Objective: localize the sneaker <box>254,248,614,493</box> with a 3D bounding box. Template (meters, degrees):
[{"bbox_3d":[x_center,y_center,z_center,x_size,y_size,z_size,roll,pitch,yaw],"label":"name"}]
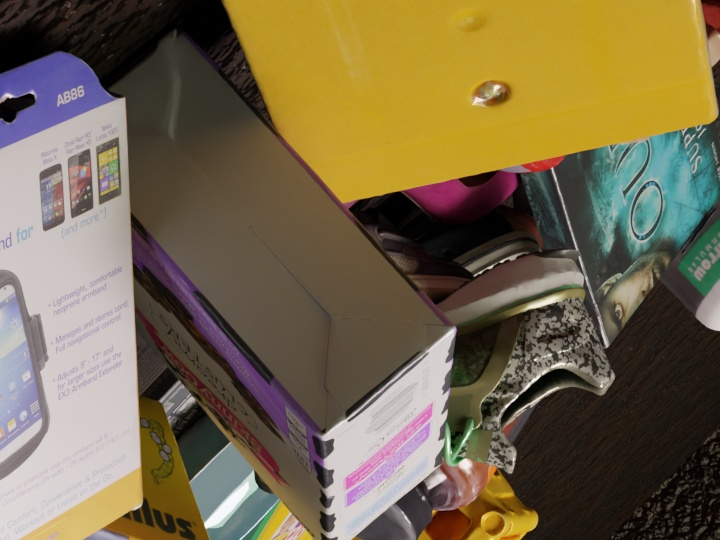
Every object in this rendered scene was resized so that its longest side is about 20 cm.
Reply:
[{"bbox_3d":[0.041,0.068,1.244,0.199,0.089,0.077,-30,161,-4],"label":"sneaker"}]

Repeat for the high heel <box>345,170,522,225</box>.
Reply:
[{"bbox_3d":[0.048,-0.070,1.237,0.096,0.068,0.200,-41,166,35],"label":"high heel"}]

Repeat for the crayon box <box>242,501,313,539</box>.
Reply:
[{"bbox_3d":[-0.040,0.121,1.552,0.119,0.058,0.200,-49,164,18],"label":"crayon box"}]

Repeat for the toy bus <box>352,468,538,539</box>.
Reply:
[{"bbox_3d":[0.030,0.204,1.710,0.200,0.192,0.136,-45,167,10],"label":"toy bus"}]

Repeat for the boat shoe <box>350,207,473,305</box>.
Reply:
[{"bbox_3d":[0.000,0.000,1.263,0.072,0.065,0.200,-29,165,29],"label":"boat shoe"}]

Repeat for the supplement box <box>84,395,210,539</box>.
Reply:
[{"bbox_3d":[-0.172,0.145,1.096,0.108,0.110,0.200,23,117,-36],"label":"supplement box"}]

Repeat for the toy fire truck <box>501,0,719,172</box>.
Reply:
[{"bbox_3d":[0.126,-0.112,1.228,0.200,0.049,0.141,-54,135,-19],"label":"toy fire truck"}]

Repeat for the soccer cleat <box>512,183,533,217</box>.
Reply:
[{"bbox_3d":[0.119,-0.070,1.430,0.086,0.070,0.201,-46,162,-42],"label":"soccer cleat"}]

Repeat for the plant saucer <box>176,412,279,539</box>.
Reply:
[{"bbox_3d":[-0.076,0.112,1.302,0.200,0.027,0.200,-44,167,-13],"label":"plant saucer"}]

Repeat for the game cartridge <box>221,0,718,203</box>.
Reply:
[{"bbox_3d":[0.040,-0.106,0.945,0.175,0.033,0.200,-12,144,6],"label":"game cartridge"}]

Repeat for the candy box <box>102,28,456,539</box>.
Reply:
[{"bbox_3d":[-0.041,0.016,1.048,0.071,0.168,0.200,-39,164,-12],"label":"candy box"}]

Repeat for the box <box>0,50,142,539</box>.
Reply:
[{"bbox_3d":[-0.136,0.019,0.922,0.119,0.041,0.201,-28,125,-46],"label":"box"}]

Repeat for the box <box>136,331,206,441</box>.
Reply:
[{"bbox_3d":[-0.137,0.102,1.260,0.200,0.051,0.158,-46,165,4],"label":"box"}]

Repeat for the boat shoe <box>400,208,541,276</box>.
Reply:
[{"bbox_3d":[0.005,0.017,1.384,0.199,0.062,0.075,-25,145,-14],"label":"boat shoe"}]

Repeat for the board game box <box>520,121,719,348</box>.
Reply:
[{"bbox_3d":[0.136,-0.073,1.327,0.135,0.028,0.201,-50,140,-26],"label":"board game box"}]

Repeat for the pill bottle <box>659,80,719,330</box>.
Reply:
[{"bbox_3d":[0.223,-0.036,1.545,0.113,0.200,0.113,-40,164,-14],"label":"pill bottle"}]

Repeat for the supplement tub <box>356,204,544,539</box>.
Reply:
[{"bbox_3d":[0.050,0.064,1.451,0.200,0.107,0.107,-56,172,-28],"label":"supplement tub"}]
